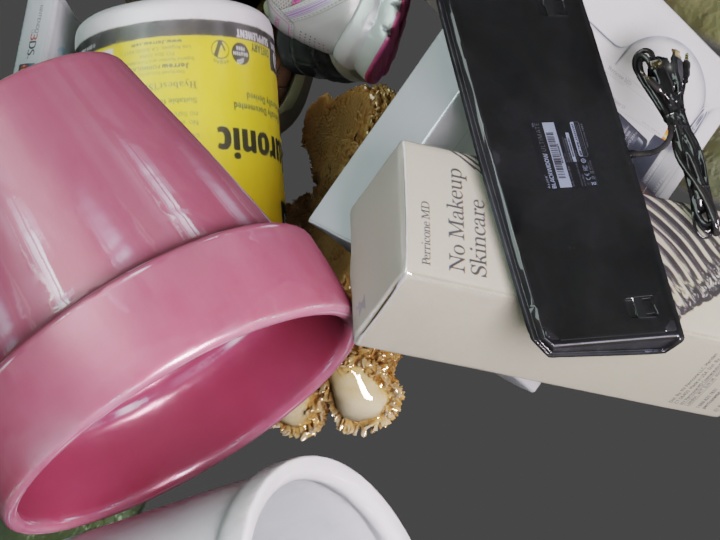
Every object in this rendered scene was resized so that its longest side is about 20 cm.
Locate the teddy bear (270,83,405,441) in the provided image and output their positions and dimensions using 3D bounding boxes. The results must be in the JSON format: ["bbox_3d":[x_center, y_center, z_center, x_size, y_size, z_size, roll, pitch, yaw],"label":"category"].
[{"bbox_3d":[0.000,0.000,1.504,0.145,0.067,0.201,-28,52,37],"label":"teddy bear"}]

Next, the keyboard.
[{"bbox_3d":[0.112,-0.052,1.298,0.021,0.126,0.201,124,138,-57],"label":"keyboard"}]

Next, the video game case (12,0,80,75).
[{"bbox_3d":[-0.157,-0.027,1.547,0.024,0.200,0.183,-3,58,17],"label":"video game case"}]

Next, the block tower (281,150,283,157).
[{"bbox_3d":[-0.097,0.008,1.576,0.058,0.054,0.201,-9,56,34],"label":"block tower"}]

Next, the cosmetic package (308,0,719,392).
[{"bbox_3d":[0.088,-0.061,1.398,0.200,0.151,0.052,-55,33,-5],"label":"cosmetic package"}]

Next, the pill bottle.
[{"bbox_3d":[-0.095,-0.038,1.482,0.111,0.111,0.201,-11,77,33],"label":"pill bottle"}]

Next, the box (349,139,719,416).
[{"bbox_3d":[0.098,0.005,1.312,0.068,0.199,0.083,128,147,-51],"label":"box"}]

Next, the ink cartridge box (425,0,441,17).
[{"bbox_3d":[0.083,-0.211,1.472,0.085,0.200,0.146,14,71,43],"label":"ink cartridge box"}]

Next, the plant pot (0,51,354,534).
[{"bbox_3d":[-0.127,0.002,1.337,0.200,0.200,0.179,-35,75,15],"label":"plant pot"}]

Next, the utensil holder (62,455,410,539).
[{"bbox_3d":[-0.086,0.198,1.355,0.199,0.170,0.171,-19,51,30],"label":"utensil holder"}]

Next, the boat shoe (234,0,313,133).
[{"bbox_3d":[-0.054,-0.180,1.659,0.072,0.068,0.201,-16,52,32],"label":"boat shoe"}]

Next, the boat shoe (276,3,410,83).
[{"bbox_3d":[0.010,-0.203,1.617,0.063,0.074,0.202,8,67,42],"label":"boat shoe"}]

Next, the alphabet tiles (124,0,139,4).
[{"bbox_3d":[-0.111,-0.155,1.623,0.008,0.167,0.201,5,64,18],"label":"alphabet tiles"}]

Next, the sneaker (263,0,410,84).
[{"bbox_3d":[0.001,-0.209,1.532,0.088,0.081,0.201,17,72,3],"label":"sneaker"}]
